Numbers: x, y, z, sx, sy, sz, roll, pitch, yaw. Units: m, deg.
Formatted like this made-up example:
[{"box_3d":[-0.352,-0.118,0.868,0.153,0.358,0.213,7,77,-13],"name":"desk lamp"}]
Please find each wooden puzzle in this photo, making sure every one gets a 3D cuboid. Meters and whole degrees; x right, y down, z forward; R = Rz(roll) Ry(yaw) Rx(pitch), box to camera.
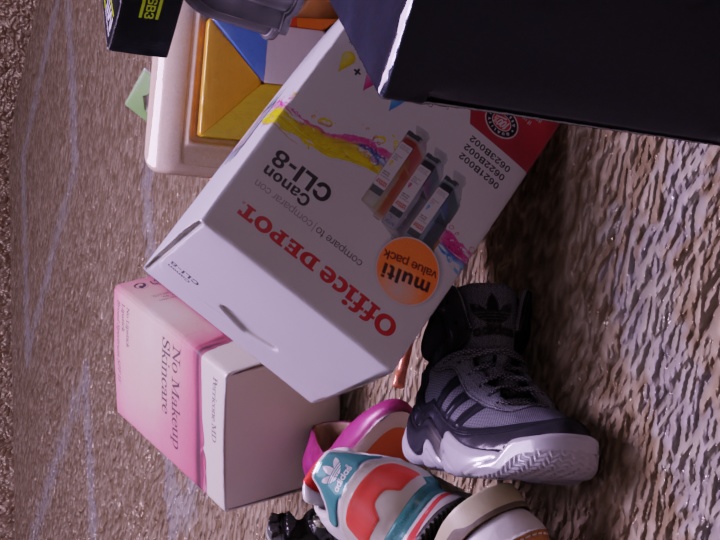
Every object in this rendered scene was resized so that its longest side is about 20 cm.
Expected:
[{"box_3d":[-0.054,-0.156,1.206,0.037,0.200,0.185,-169,84,-83],"name":"wooden puzzle"}]

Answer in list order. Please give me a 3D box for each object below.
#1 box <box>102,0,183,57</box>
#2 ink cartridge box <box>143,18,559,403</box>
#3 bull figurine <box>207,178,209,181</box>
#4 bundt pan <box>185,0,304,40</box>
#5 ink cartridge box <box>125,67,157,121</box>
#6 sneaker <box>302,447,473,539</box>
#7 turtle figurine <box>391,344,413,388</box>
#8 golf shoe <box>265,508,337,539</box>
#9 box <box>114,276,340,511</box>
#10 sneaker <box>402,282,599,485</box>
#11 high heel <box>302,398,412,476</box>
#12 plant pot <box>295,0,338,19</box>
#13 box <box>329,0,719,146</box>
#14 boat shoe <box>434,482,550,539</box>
[{"box_3d":[-0.131,-0.273,1.035,0.193,0.047,0.200,111,155,-45],"name":"box"},{"box_3d":[-0.008,-0.043,0.992,0.200,0.145,0.145,-55,10,-21],"name":"ink cartridge box"},{"box_3d":[-0.089,-0.048,1.478,0.121,0.065,0.200,153,110,-65],"name":"bull figurine"},{"box_3d":[-0.081,-0.257,1.072,0.202,0.076,0.202,-174,90,-71],"name":"bundt pan"},{"box_3d":[-0.084,-0.100,1.279,0.059,0.200,0.104,-53,8,-16],"name":"ink cartridge box"},{"box_3d":[0.016,0.142,0.998,0.070,0.093,0.200,-55,-11,-6],"name":"sneaker"},{"box_3d":[0.000,0.000,1.148,0.161,0.064,0.200,77,180,-75],"name":"turtle figurine"},{"box_3d":[-0.035,0.278,1.254,0.200,0.077,0.088,-96,10,-51],"name":"golf shoe"},{"box_3d":[-0.115,0.092,1.352,0.200,0.109,0.128,31,126,50],"name":"box"},{"box_3d":[0.079,0.063,0.949,0.200,0.075,0.114,175,100,-71],"name":"sneaker"},{"box_3d":[-0.008,0.118,1.194,0.200,0.067,0.096,117,141,-54],"name":"high heel"},{"box_3d":[0.028,-0.260,1.084,0.200,0.140,0.200,-174,90,-72],"name":"plant pot"},{"box_3d":[0.091,-0.162,0.787,0.200,0.196,0.118,-113,35,-54],"name":"box"},{"box_3d":[0.071,0.206,0.933,0.068,0.075,0.200,53,155,31],"name":"boat shoe"}]
